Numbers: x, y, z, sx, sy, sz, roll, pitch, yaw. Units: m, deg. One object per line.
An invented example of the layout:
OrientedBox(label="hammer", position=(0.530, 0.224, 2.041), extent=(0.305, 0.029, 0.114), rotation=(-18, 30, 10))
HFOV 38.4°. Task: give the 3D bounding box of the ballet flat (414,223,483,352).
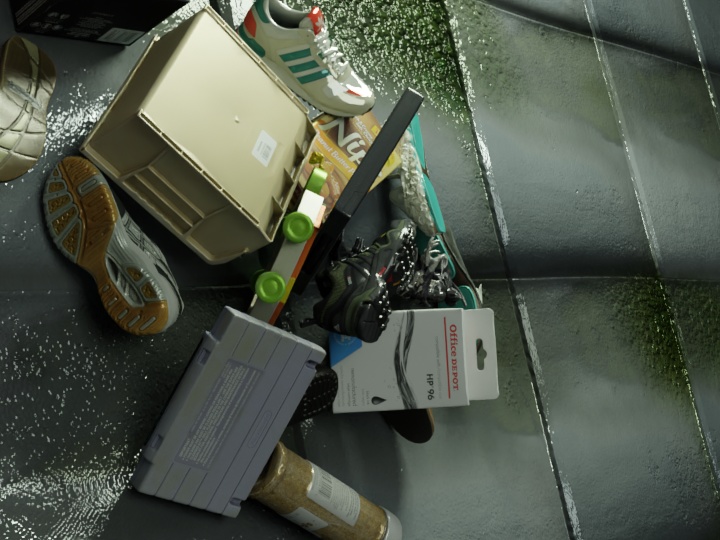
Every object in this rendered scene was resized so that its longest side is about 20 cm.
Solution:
OrientedBox(label="ballet flat", position=(0.135, 0.020, 1.440), extent=(0.068, 0.068, 0.200), rotation=(-12, 83, -57))

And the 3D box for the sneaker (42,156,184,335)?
OrientedBox(label="sneaker", position=(-0.250, -0.022, 1.052), extent=(0.200, 0.076, 0.088), rotation=(61, 11, 5))

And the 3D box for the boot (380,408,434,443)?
OrientedBox(label="boot", position=(0.046, 0.119, 1.300), extent=(0.075, 0.074, 0.200), rotation=(-31, 94, -55))

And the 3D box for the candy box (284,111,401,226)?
OrientedBox(label="candy box", position=(-0.039, -0.138, 1.326), extent=(0.116, 0.055, 0.200), rotation=(59, 43, -12))

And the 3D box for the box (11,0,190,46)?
OrientedBox(label="box", position=(-0.290, -0.362, 1.100), extent=(0.148, 0.124, 0.201), rotation=(-4, 78, -48))

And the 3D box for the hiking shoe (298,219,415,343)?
OrientedBox(label="hiking shoe", position=(0.000, 0.000, 1.194), extent=(0.200, 0.100, 0.076), rotation=(-59, 150, -50))

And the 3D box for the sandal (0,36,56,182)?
OrientedBox(label="sandal", position=(-0.349, -0.151, 1.007), extent=(0.080, 0.054, 0.200), rotation=(41, 33, -35))

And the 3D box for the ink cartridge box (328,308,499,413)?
OrientedBox(label="ink cartridge box", position=(0.064, 0.104, 1.217), extent=(0.068, 0.199, 0.116), rotation=(81, 6, -86))

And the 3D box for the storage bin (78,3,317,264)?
OrientedBox(label="storage bin", position=(-0.160, -0.143, 1.106), extent=(0.199, 0.094, 0.200), rotation=(45, 42, -26))

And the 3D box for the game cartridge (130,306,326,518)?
OrientedBox(label="game cartridge", position=(-0.133, 0.144, 1.039), extent=(0.129, 0.038, 0.200), rotation=(27, 93, -33))

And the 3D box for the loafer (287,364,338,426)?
OrientedBox(label="loafer", position=(-0.120, 0.142, 1.120), extent=(0.200, 0.071, 0.073), rotation=(-10, 115, -38))

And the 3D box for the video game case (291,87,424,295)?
OrientedBox(label="video game case", position=(-0.007, -0.087, 1.171), extent=(0.025, 0.181, 0.200), rotation=(32, 55, -3))

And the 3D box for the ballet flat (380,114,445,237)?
OrientedBox(label="ballet flat", position=(0.066, -0.127, 1.423), extent=(0.072, 0.072, 0.200), rotation=(13, 57, -44))

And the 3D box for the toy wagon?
OrientedBox(label="toy wagon", position=(-0.075, -0.034, 1.134), extent=(0.039, 0.155, 0.200), rotation=(25, 88, -8))

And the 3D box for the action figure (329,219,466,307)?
OrientedBox(label="action figure", position=(0.063, -0.008, 1.335), extent=(0.200, 0.119, 0.102), rotation=(15, 98, -35))

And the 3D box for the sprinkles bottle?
OrientedBox(label="sprinkles bottle", position=(-0.041, 0.259, 1.140), extent=(0.200, 0.068, 0.068), rotation=(39, 48, -31))

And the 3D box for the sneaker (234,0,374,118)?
OrientedBox(label="sneaker", position=(-0.059, -0.272, 1.292), extent=(0.200, 0.093, 0.070), rotation=(33, 42, -5))
